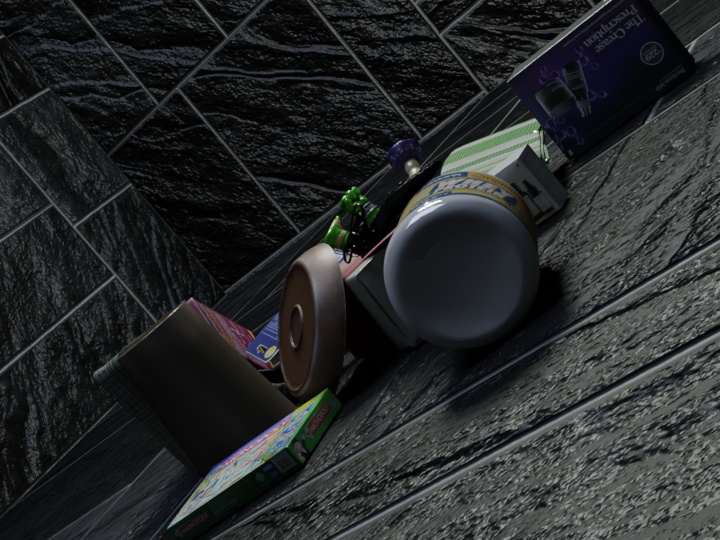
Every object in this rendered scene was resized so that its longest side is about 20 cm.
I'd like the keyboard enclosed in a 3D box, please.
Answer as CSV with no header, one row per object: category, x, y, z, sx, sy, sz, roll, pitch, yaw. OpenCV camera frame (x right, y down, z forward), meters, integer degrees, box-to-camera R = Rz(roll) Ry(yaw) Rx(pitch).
keyboard,0.023,-0.066,1.357,0.104,0.040,0.200,-42,-5,-17

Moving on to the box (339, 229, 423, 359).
box,0.037,0.020,1.503,0.128,0.109,0.200,-42,6,-20

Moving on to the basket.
basket,-0.199,0.149,1.590,0.180,0.200,0.136,-32,11,48

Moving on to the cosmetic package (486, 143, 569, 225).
cosmetic package,0.150,-0.063,1.540,0.200,0.083,0.051,-37,7,35

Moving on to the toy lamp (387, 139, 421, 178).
toy lamp,0.095,-0.095,1.710,0.058,0.200,0.058,-16,-37,-13

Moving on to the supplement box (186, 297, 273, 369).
supplement box,-0.225,0.141,1.842,0.131,0.103,0.200,-39,-26,5

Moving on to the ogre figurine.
ogre figurine,0.000,0.000,1.658,0.098,0.120,0.200,109,-177,-49

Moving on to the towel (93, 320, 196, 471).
towel,-0.230,0.160,1.699,0.192,0.200,0.035,-37,14,26

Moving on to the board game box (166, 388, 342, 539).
board game box,-0.118,0.220,1.414,0.200,0.029,0.135,-37,8,28

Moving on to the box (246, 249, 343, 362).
box,-0.073,0.056,1.780,0.200,0.032,0.121,-47,18,-10

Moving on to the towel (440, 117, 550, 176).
towel,0.178,-0.147,1.680,0.152,0.023,0.200,-19,18,14

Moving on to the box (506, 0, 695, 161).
box,0.317,-0.263,1.664,0.200,0.141,0.079,-37,9,26

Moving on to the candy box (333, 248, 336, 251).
candy box,-0.047,0.023,2.026,0.115,0.055,0.200,-43,-7,-10

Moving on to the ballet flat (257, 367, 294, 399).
ballet flat,-0.091,0.137,1.681,0.066,0.057,0.200,-42,6,-42

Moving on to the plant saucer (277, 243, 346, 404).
plant saucer,-0.063,0.067,1.494,0.034,0.201,0.200,3,-8,-18

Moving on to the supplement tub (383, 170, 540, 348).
supplement tub,0.102,-0.018,1.234,0.145,0.145,0.200,-39,7,14
